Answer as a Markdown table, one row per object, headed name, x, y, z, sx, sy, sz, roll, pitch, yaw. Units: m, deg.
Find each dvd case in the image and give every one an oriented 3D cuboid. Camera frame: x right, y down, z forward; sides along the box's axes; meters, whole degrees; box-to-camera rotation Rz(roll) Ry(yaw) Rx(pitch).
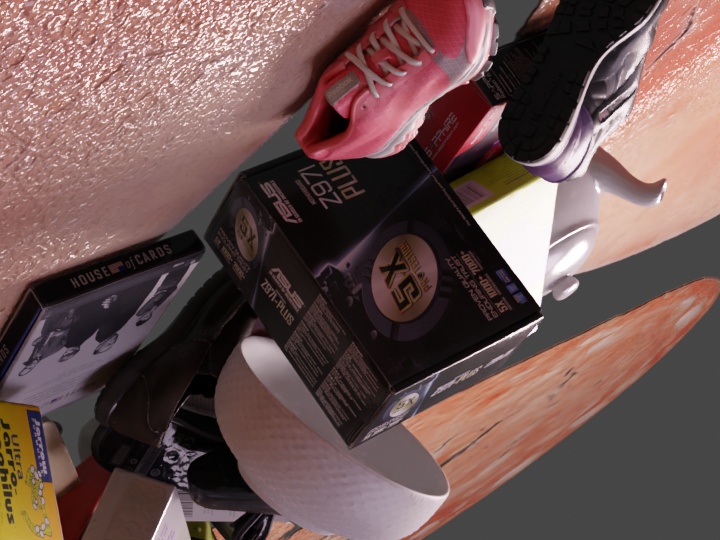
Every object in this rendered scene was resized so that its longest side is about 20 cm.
| name | x | y | z | sx | sy | sz | roll | pitch | yaw |
| --- | --- | --- | --- | --- | --- | --- | --- | --- | --- |
| dvd case | -0.212 | 0.053 | 1.368 | 0.150 | 0.025 | 0.200 | -23 | 161 | -41 |

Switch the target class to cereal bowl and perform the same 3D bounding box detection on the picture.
| name | x | y | z | sx | sy | sz | roll | pitch | yaw |
| --- | --- | --- | --- | --- | --- | --- | --- | --- | --- |
| cereal bowl | -0.033 | 0.142 | 1.410 | 0.084 | 0.200 | 0.200 | -55 | 161 | 10 |

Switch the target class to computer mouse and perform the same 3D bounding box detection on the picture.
| name | x | y | z | sx | sy | sz | roll | pitch | yaw |
| --- | --- | --- | --- | --- | --- | --- | --- | --- | --- |
| computer mouse | -0.147 | 0.171 | 1.545 | 0.198 | 0.046 | 0.141 | 15 | 119 | -28 |

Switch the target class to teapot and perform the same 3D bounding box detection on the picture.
| name | x | y | z | sx | sy | sz | roll | pitch | yaw |
| --- | --- | --- | --- | --- | --- | --- | --- | --- | --- |
| teapot | 0.140 | -0.033 | 1.651 | 0.196 | 0.147 | 0.200 | -24 | 162 | -35 |

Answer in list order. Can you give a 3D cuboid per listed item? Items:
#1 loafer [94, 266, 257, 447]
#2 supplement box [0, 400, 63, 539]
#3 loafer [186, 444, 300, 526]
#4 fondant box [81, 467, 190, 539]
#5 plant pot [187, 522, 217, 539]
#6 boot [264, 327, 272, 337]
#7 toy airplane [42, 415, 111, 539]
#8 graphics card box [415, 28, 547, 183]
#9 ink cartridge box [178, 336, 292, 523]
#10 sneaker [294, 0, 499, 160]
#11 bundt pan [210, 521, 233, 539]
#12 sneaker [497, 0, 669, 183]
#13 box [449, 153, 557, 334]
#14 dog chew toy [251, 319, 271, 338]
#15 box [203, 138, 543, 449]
| name | x | y | z | sx | sy | sz | roll | pitch | yaw |
| --- | --- | --- | --- | --- | --- | --- | --- | --- | --- |
| loafer | -0.124 | 0.068 | 1.470 | 0.200 | 0.071 | 0.073 | -46 | 170 | -22 |
| supplement box | -0.297 | 0.150 | 1.251 | 0.108 | 0.111 | 0.200 | -15 | 169 | 13 |
| loafer | -0.049 | 0.183 | 1.513 | 0.198 | 0.073 | 0.073 | 1 | 125 | -20 |
| fondant box | -0.190 | 0.274 | 1.505 | 0.201 | 0.058 | 0.145 | 84 | 25 | -57 |
| plant pot | -0.218 | 0.308 | 1.865 | 0.199 | 0.201 | 0.194 | -28 | 151 | -25 |
| boot | 0.000 | 0.000 | 1.495 | 0.151 | 0.073 | 0.200 | -58 | 168 | 11 |
| toy airplane | -0.265 | 0.202 | 1.547 | 0.199 | 0.140 | 0.202 | -21 | 125 | -74 |
| graphics card box | 0.132 | -0.141 | 1.492 | 0.199 | 0.051 | 0.126 | -25 | 161 | -38 |
| ink cartridge box | -0.087 | 0.141 | 1.583 | 0.174 | 0.045 | 0.201 | 3 | 134 | -5 |
| sneaker | 0.021 | -0.132 | 1.227 | 0.086 | 0.074 | 0.200 | -21 | 160 | -39 |
| bundt pan | -0.092 | 0.189 | 1.890 | 0.202 | 0.076 | 0.202 | -49 | 174 | -7 |
| sneaker | 0.184 | -0.160 | 1.407 | 0.201 | 0.076 | 0.087 | -56 | 144 | 5 |
| box | 0.100 | 0.006 | 1.523 | 0.121 | 0.048 | 0.201 | -29 | 138 | -33 |
| dog chew toy | -0.081 | 0.109 | 1.663 | 0.124 | 0.125 | 0.201 | -31 | 152 | -14 |
| box | 0.009 | 0.004 | 1.364 | 0.163 | 0.201 | 0.086 | -23 | 160 | -38 |
